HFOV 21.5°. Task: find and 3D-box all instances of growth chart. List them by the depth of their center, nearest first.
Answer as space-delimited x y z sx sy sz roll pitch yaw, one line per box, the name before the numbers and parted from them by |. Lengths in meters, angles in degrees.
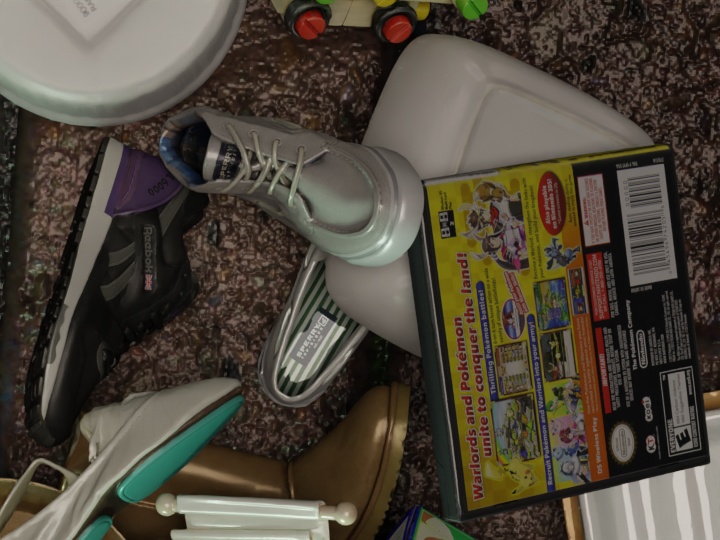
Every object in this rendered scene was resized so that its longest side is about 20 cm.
growth chart | -0.059 0.216 1.146 0.144 0.018 0.201 8 119 15

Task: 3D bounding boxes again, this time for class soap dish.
soap dish | 0.228 0.155 1.237 0.199 0.081 0.158 -10 94 -6

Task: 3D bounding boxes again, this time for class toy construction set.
toy construction set | 0.008 -0.209 1.167 0.199 0.092 0.131 10 132 -18

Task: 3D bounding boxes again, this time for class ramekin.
ramekin | -0.165 -0.190 1.167 0.199 0.098 0.202 0 93 -7

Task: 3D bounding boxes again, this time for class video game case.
video game case | 0.119 0.034 1.138 0.180 0.025 0.201 -10 95 -25

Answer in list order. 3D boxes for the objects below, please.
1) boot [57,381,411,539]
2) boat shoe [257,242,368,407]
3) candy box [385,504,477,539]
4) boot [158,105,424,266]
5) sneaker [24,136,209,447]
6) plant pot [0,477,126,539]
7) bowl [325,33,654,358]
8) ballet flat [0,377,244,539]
boot | -0.081 0.121 1.179 0.199 0.066 0.176 15 124 -7
boat shoe | 0.000 0.000 1.210 0.073 0.067 0.201 24 90 -7
candy box | 0.073 0.267 1.192 0.199 0.077 0.169 29 123 -7
boot | -0.049 -0.053 1.129 0.095 0.200 0.074 10 95 -32
sneaker | -0.144 0.018 1.168 0.087 0.076 0.201 19 68 -13
plant pot | -0.218 0.225 1.131 0.199 0.027 0.201 1 80 -6
bowl | 0.095 -0.033 1.182 0.199 0.075 0.201 24 80 -24
ballet flat | -0.157 0.121 1.111 0.069 0.069 0.200 45 84 -7
